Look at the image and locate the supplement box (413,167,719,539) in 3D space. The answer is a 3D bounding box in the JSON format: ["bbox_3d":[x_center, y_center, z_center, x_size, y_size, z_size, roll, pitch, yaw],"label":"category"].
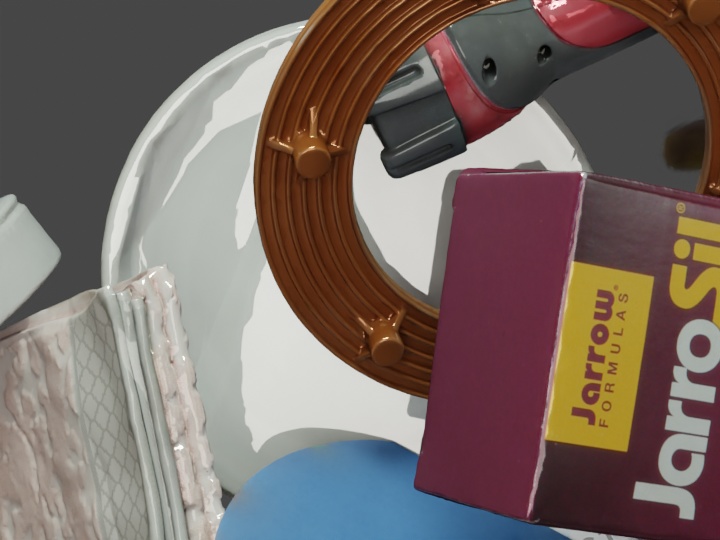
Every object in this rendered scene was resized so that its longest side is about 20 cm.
[{"bbox_3d":[0.129,0.037,0.637,0.199,0.086,0.111,10,88,-23],"label":"supplement box"}]

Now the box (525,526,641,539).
[{"bbox_3d":[0.053,0.201,0.782,0.199,0.097,0.177,-28,94,4],"label":"box"}]

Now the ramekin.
[{"bbox_3d":[0.000,0.000,0.772,0.201,0.094,0.204,0,93,1],"label":"ramekin"}]

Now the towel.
[{"bbox_3d":[-0.100,0.112,0.731,0.032,0.191,0.201,-9,82,-30],"label":"towel"}]

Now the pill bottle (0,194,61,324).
[{"bbox_3d":[-0.218,-0.052,0.756,0.114,0.114,0.200,-38,103,3],"label":"pill bottle"}]

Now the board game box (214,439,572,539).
[{"bbox_3d":[0.036,0.141,0.667,0.199,0.158,0.039,28,120,1],"label":"board game box"}]

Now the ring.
[{"bbox_3d":[0.061,-0.034,0.667,0.199,0.019,0.201,-6,121,-9],"label":"ring"}]

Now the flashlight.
[{"bbox_3d":[0.087,-0.103,0.685,0.199,0.068,0.068,-26,118,2],"label":"flashlight"}]
